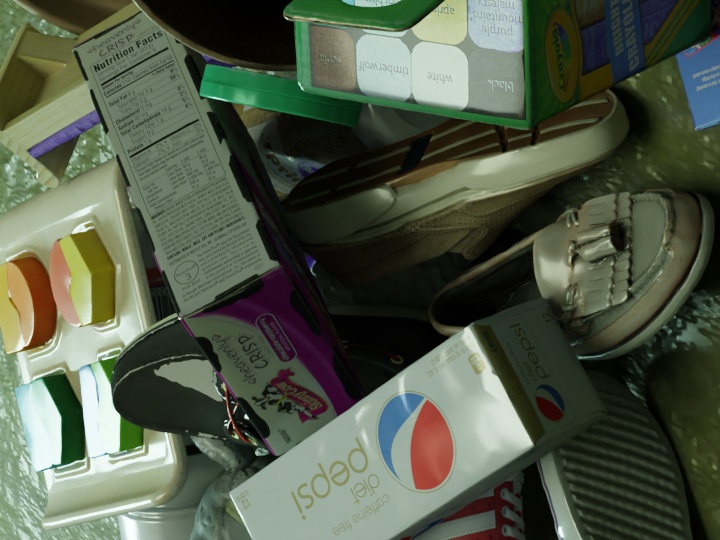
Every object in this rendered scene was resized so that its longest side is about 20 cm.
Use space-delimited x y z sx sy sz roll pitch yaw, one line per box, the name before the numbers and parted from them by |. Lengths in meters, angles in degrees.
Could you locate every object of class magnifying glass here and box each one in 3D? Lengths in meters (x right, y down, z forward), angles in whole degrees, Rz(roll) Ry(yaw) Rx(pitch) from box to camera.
magnifying glass | -0.043 -0.090 1.418 0.200 0.079 0.023 -152 72 -84

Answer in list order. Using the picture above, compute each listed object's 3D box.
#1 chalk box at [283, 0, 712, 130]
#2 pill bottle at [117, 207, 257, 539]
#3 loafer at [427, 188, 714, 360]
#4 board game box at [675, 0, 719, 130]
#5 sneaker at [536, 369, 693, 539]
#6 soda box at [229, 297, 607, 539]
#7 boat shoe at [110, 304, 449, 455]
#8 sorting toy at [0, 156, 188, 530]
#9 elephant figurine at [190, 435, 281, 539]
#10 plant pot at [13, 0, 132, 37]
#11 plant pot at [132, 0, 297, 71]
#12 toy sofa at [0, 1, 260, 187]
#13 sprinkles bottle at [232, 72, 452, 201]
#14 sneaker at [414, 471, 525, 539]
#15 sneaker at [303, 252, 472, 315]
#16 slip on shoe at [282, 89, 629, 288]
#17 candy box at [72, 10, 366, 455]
chalk box | 0.048 -0.139 1.169 0.124 0.200 0.125 12 114 33
pill bottle | -0.120 0.068 1.733 0.111 0.111 0.202 15 115 55
loafer | 0.099 0.007 1.377 0.200 0.062 0.072 145 137 -59
board game box | 0.198 -0.147 1.185 0.200 0.045 0.135 -17 88 59
sneaker | 0.120 0.156 1.420 0.114 0.072 0.202 -32 75 61
soda box | 0.026 0.091 1.388 0.200 0.063 0.068 -37 77 40
boat shoe | -0.047 0.060 1.499 0.200 0.063 0.074 -3 119 20
sorting toy | -0.167 0.046 1.644 0.185 0.036 0.202 -19 79 59
elephant figurine | -0.028 0.192 1.616 0.141 0.200 0.156 14 78 18
plant pot | -0.133 -0.228 1.605 0.201 0.200 0.093 124 166 -52
plant pot | -0.037 -0.215 1.404 0.200 0.185 0.188 -91 -3 -72
toy sofa | -0.117 -0.118 1.594 0.097 0.083 0.199 40 137 -26
sprinkles bottle | -0.016 -0.082 1.542 0.200 0.068 0.069 -15 90 60
sneaker | 0.074 0.147 1.476 0.112 0.071 0.201 21 89 16
sneaker | -0.001 0.000 1.548 0.069 0.100 0.200 36 122 -12
slip on shoe | 0.054 -0.038 1.408 0.199 0.076 0.061 -18 114 29
candy box | -0.073 -0.023 1.438 0.137 0.061 0.201 59 -175 -50
